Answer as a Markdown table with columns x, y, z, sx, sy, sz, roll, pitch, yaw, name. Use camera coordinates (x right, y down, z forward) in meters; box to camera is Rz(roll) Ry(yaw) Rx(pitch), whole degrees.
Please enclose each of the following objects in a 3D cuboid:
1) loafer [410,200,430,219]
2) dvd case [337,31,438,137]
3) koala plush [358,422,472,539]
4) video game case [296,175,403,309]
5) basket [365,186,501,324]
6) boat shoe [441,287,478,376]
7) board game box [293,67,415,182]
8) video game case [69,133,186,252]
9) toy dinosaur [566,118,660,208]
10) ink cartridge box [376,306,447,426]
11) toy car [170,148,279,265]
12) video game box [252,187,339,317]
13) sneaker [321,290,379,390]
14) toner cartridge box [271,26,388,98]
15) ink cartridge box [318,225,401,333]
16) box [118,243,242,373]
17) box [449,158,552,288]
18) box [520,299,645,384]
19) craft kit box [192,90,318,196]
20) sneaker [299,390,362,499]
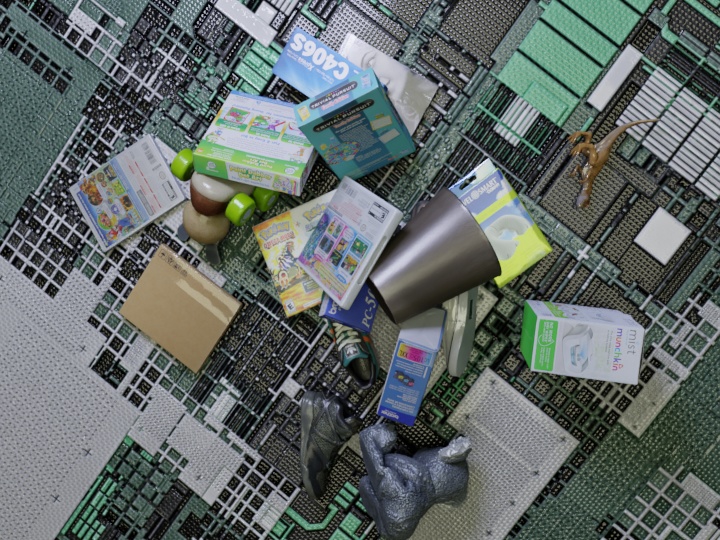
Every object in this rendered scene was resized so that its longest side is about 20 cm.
| x | y | z | sx | sy | sz | roll | pitch | yaw | name |
| --- | --- | --- | --- | --- | --- | --- | --- | --- | --- |
| 0.113 | -0.026 | 1.381 | 0.070 | 0.063 | 0.206 | 0 | 94 | 7 | loafer |
| 0.025 | -0.323 | 1.395 | 0.197 | 0.016 | 0.151 | 31 | 98 | 5 | dvd case |
| 0.113 | 0.381 | 1.363 | 0.195 | 0.184 | 0.181 | -9 | 120 | -18 | koala plush |
| -0.024 | -0.053 | 1.301 | 0.023 | 0.200 | 0.185 | 26 | 98 | -35 | video game case |
| 0.109 | -0.012 | 1.283 | 0.198 | 0.136 | 0.182 | -33 | 80 | -6 | basket |
| 0.170 | 0.089 | 1.386 | 0.068 | 0.070 | 0.206 | 9 | 99 | 31 | boat shoe |
| -0.006 | -0.243 | 1.304 | 0.148 | 0.200 | 0.048 | -23 | 60 | 12 | board game box |
| -0.453 | -0.149 | 1.468 | 0.197 | 0.018 | 0.145 | -31 | 90 | 8 | video game case |
| 0.424 | -0.211 | 1.341 | 0.105 | 0.061 | 0.203 | 26 | 103 | -20 | toy dinosaur |
| 0.088 | 0.176 | 1.342 | 0.075 | 0.137 | 0.204 | 19 | 120 | 4 | ink cartridge box |
| -0.273 | -0.110 | 1.410 | 0.163 | 0.157 | 0.202 | 37 | 125 | 10 | toy car |
| -0.080 | -0.036 | 1.415 | 0.196 | 0.047 | 0.186 | -23 | 89 | 8 | video game box |
| -0.016 | 0.124 | 1.380 | 0.070 | 0.080 | 0.203 | -23 | 104 | 9 | sneaker |
| -0.056 | -0.347 | 1.375 | 0.198 | 0.043 | 0.096 | 34 | 99 | 6 | toner cartridge box |
| 0.000 | 0.000 | 1.349 | 0.092 | 0.044 | 0.205 | 20 | 78 | -14 | ink cartridge box |
| -0.351 | 0.074 | 1.468 | 0.198 | 0.021 | 0.165 | 36 | 98 | 3 | box |
| 0.244 | -0.087 | 1.369 | 0.121 | 0.048 | 0.202 | -35 | 90 | 8 | box |
| 0.371 | 0.115 | 1.290 | 0.172 | 0.200 | 0.099 | 7 | 96 | 6 | box |
| -0.172 | -0.232 | 1.349 | 0.195 | 0.200 | 0.049 | 14 | 135 | 6 | craft kit box |
| -0.055 | 0.332 | 1.421 | 0.111 | 0.076 | 0.205 | 1 | 89 | 13 | sneaker |
